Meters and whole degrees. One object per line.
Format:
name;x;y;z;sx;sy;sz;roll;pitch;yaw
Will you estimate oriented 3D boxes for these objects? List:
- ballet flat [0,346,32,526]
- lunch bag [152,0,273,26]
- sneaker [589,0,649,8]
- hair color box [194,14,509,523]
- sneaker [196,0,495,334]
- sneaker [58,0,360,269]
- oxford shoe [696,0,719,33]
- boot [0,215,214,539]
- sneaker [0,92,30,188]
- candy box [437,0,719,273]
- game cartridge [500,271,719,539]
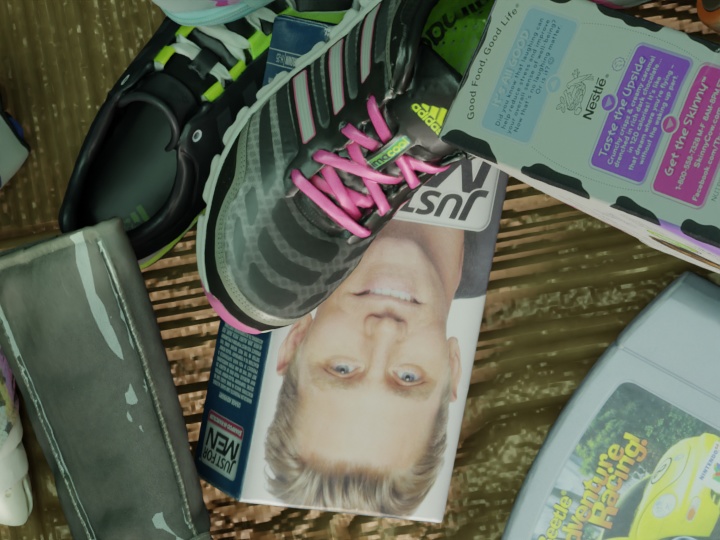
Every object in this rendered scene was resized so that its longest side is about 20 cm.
ballet flat;-0.191;0.112;1.292;0.071;0.069;0.200;29;102;-13
lunch bag;-0.026;-0.207;1.206;0.199;0.077;0.161;-28;57;12
sneaker;0.120;-0.199;1.124;0.081;0.088;0.201;19;96;8
hair color box;0.000;0.000;1.231;0.100;0.060;0.201;8;97;-25
sneaker;0.011;-0.059;1.143;0.074;0.087;0.200;42;82;-23
sneaker;-0.064;-0.076;1.244;0.072;0.083;0.200;33;98;4
oxford shoe;0.211;-0.168;1.133;0.073;0.071;0.200;28;104;-16
boot;-0.117;0.086;1.231;0.182;0.072;0.201;-23;98;49
sneaker;-0.197;-0.022;1.272;0.080;0.115;0.200;33;127;7
candy box;0.158;-0.031;1.092;0.200;0.168;0.072;23;90;38
game cartridge;0.135;0.110;1.253;0.133;0.041;0.201;28;97;10
